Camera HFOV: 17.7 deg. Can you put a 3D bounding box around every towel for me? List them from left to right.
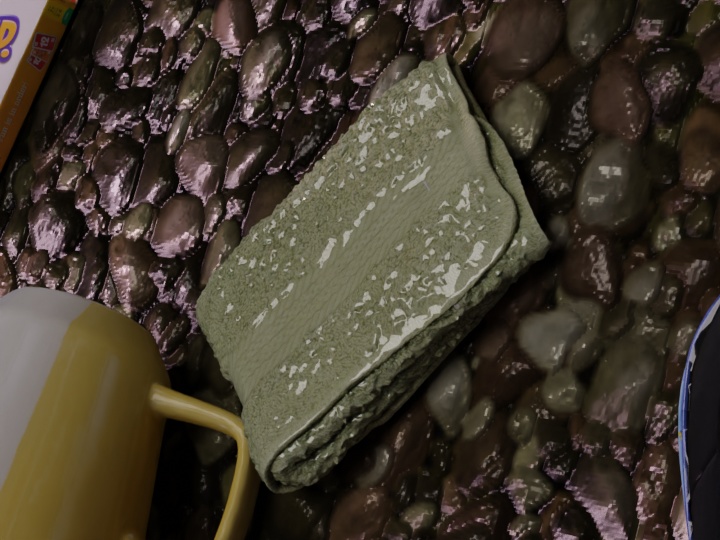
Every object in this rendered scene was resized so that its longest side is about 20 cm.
[{"bbox_3d":[0.000,0.000,1.148,0.200,0.036,0.149,-45,45,20],"label":"towel"}]

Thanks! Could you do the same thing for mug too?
[{"bbox_3d":[-0.153,0.102,1.219,0.149,0.185,0.154,135,154,-70],"label":"mug"}]

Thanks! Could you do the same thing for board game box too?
[{"bbox_3d":[-0.243,-0.108,1.456,0.095,0.030,0.201,29,92,47],"label":"board game box"}]

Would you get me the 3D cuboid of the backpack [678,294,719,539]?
[{"bbox_3d":[0.206,0.083,0.832,0.182,0.134,0.202,-22,59,38],"label":"backpack"}]
